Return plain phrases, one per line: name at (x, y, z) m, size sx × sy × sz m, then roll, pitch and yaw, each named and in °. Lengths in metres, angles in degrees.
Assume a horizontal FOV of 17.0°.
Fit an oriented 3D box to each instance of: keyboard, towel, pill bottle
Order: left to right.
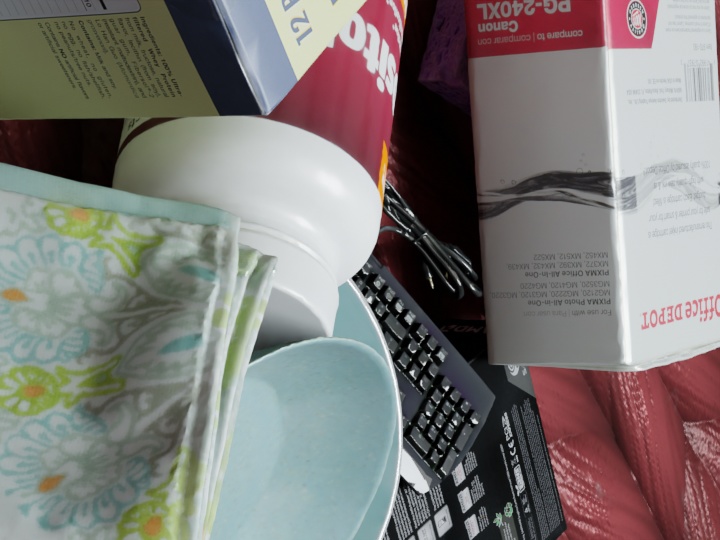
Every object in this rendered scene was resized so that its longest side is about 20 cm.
towel at (-0.138, 0.035, 0.835) m, size 0.048 × 0.198 × 0.172 m, roll 99°, pitch 0°, yaw -48°
pill bottle at (-0.042, -0.061, 1.005) m, size 0.113 × 0.112 × 0.201 m, roll 44°, pitch 43°, yaw -45°
keyboard at (0.000, 0.000, 1.133) m, size 0.200 × 0.021 × 0.127 m, roll 49°, pitch 48°, yaw -24°

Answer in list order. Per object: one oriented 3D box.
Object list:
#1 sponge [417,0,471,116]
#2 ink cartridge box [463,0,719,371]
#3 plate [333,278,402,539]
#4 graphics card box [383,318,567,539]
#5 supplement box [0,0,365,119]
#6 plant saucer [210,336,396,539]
sponge at (0.106, -0.118, 1.305) m, size 0.200 × 0.030 × 0.112 m, roll 29°, pitch 68°, yaw -49°
ink cartridge box at (0.123, -0.055, 1.220) m, size 0.145 × 0.083 × 0.202 m, roll -9°, pitch 96°, yaw -60°
plate at (-0.069, 0.069, 1.045) m, size 0.199 × 0.026 × 0.202 m, roll 5°, pitch 80°, yaw -34°
graphics card box at (0.023, 0.121, 1.186) m, size 0.200 × 0.051 × 0.126 m, roll -37°, pitch 119°, yaw -44°
supplement box at (-0.086, -0.167, 0.902) m, size 0.200 × 0.199 × 0.135 m, roll -52°, pitch 131°, yaw -38°
plant saucer at (-0.068, 0.101, 0.955) m, size 0.201 × 0.039 × 0.202 m, roll -37°, pitch 148°, yaw -28°
